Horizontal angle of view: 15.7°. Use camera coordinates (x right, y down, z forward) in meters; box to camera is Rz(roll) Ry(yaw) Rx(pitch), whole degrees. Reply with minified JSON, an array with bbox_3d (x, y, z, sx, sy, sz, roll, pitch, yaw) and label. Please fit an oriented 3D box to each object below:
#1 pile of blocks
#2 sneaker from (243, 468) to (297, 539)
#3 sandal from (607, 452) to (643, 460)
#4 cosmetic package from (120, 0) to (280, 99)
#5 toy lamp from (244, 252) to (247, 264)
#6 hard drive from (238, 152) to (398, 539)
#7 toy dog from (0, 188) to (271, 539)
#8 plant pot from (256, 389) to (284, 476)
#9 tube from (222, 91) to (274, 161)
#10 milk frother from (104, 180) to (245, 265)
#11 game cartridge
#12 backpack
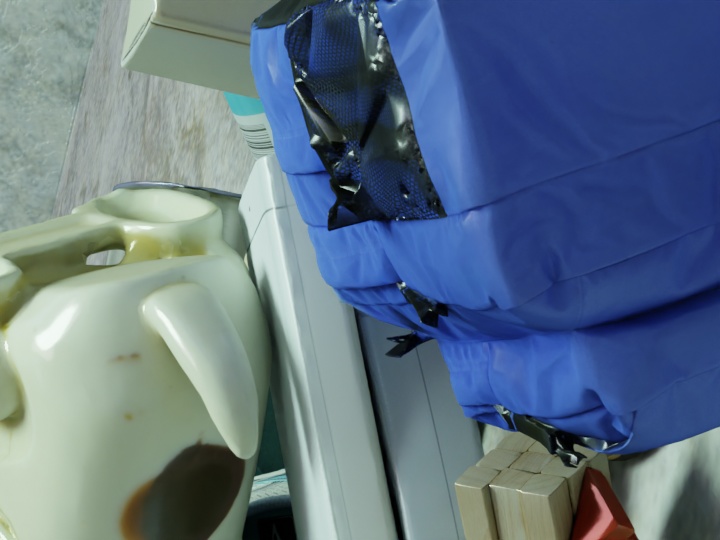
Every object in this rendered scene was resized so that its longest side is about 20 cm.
[{"bbox_3d":[0.072,0.145,0.829,0.062,0.082,0.200,8,97,35],"label":"pile of blocks"},{"bbox_3d":[-0.067,0.123,1.111,0.078,0.200,0.086,69,-162,1],"label":"sneaker"},{"bbox_3d":[0.051,0.005,0.942,0.200,0.054,0.082,48,134,49],"label":"sandal"},{"bbox_3d":[0.026,-0.103,0.902,0.073,0.200,0.104,142,137,-72],"label":"cosmetic package"},{"bbox_3d":[-0.027,-0.069,1.163,0.058,0.058,0.200,148,132,-73],"label":"toy lamp"},{"bbox_3d":[-0.012,0.064,0.945,0.132,0.027,0.200,131,128,-81],"label":"hard drive"},{"bbox_3d":[-0.079,0.084,0.978,0.194,0.139,0.200,10,112,44],"label":"toy dog"},{"bbox_3d":[-0.068,0.081,1.236,0.134,0.200,0.201,-21,53,43],"label":"plant pot"},{"bbox_3d":[0.000,0.000,1.100,0.077,0.050,0.200,-103,-8,-71],"label":"tube"},{"bbox_3d":[-0.153,0.048,1.573,0.181,0.200,0.189,139,142,-76],"label":"milk frother"},{"bbox_3d":[0.022,0.084,0.947,0.133,0.041,0.200,114,145,-71],"label":"game cartridge"},{"bbox_3d":[0.056,-0.038,0.762,0.200,0.162,0.168,-170,67,-69],"label":"backpack"}]
